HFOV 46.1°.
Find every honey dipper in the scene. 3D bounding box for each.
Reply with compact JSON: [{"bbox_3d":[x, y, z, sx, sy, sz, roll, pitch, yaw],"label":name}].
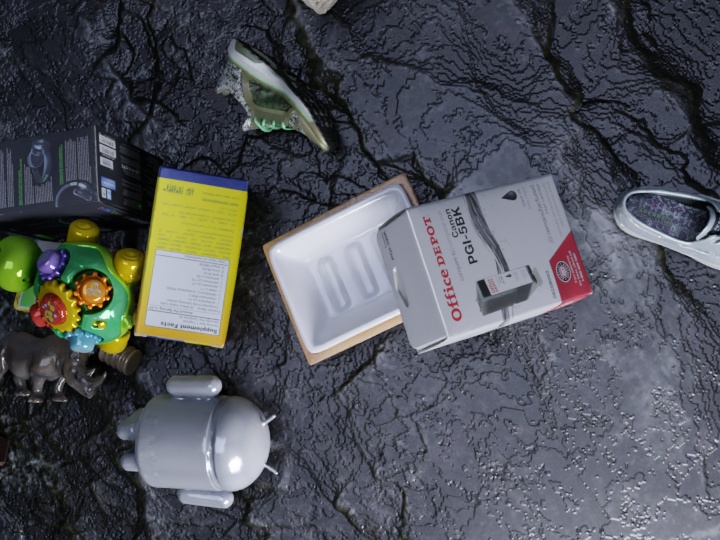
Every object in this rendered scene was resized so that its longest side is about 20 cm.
[{"bbox_3d":[-0.381,0.081,1.131,0.198,0.038,0.038,24,92,17],"label":"honey dipper"}]

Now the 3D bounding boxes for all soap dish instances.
[{"bbox_3d":[0.000,0.000,1.017,0.198,0.081,0.159,-26,81,11],"label":"soap dish"}]

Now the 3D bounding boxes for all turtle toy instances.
[{"bbox_3d":[-0.355,0.020,1.022,0.198,0.101,0.147,30,120,16],"label":"turtle toy"}]

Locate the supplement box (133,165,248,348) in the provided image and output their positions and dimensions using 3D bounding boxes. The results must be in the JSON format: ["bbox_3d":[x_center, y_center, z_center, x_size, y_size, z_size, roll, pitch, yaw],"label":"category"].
[{"bbox_3d":[-0.204,-0.016,1.040,0.107,0.109,0.203,9,88,-7],"label":"supplement box"}]

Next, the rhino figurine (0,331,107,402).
[{"bbox_3d":[-0.408,0.127,1.106,0.197,0.060,0.089,2,87,28],"label":"rhino figurine"}]

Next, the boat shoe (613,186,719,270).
[{"bbox_3d":[0.378,-0.045,0.931,0.198,0.071,0.071,17,91,14],"label":"boat shoe"}]

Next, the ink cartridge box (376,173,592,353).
[{"bbox_3d":[0.136,-0.010,0.932,0.198,0.083,0.149,-15,82,-25],"label":"ink cartridge box"}]

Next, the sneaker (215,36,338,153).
[{"bbox_3d":[-0.109,-0.203,1.071,0.200,0.077,0.089,45,110,17],"label":"sneaker"}]

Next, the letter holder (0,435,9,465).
[{"bbox_3d":[-0.564,0.248,1.064,0.198,0.142,0.101,28,93,-22],"label":"letter holder"}]

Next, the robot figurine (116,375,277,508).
[{"bbox_3d":[-0.195,0.210,1.036,0.197,0.113,0.172,-1,106,14],"label":"robot figurine"}]

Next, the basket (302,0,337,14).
[{"bbox_3d":[-0.063,-0.458,1.021,0.198,0.161,0.200,-46,77,7],"label":"basket"}]

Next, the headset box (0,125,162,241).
[{"bbox_3d":[-0.375,-0.103,1.067,0.197,0.174,0.094,-6,83,12],"label":"headset box"}]

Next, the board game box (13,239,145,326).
[{"bbox_3d":[-0.366,0.016,1.121,0.197,0.030,0.097,6,75,13],"label":"board game box"}]
